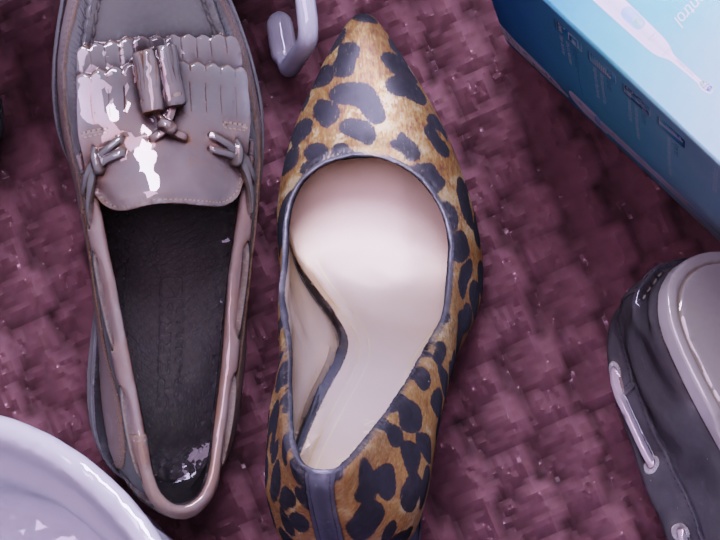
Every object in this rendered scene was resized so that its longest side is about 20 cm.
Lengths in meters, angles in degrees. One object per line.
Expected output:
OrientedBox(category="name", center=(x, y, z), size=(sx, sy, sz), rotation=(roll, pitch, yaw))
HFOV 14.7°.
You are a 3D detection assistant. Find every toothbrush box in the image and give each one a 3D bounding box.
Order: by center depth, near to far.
OrientedBox(category="toothbrush box", center=(0.138, -0.055, 0.906), size=(0.085, 0.146, 0.200), rotation=(-44, 77, -1))

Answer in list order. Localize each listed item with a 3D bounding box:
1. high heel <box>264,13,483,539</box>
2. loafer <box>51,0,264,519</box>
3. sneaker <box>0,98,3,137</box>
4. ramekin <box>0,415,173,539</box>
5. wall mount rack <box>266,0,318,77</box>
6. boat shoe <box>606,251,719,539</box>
OrientedBox(category="high heel", center=(0.000, 0.000, 0.917), size=(0.071, 0.143, 0.201), rotation=(-3, 80, 7))
OrientedBox(category="loafer", center=(-0.062, -0.015, 0.930), size=(0.071, 0.063, 0.201), rotation=(-5, 108, -11))
OrientedBox(category="sneaker", center=(-0.216, -0.069, 1.004), size=(0.199, 0.078, 0.092), rotation=(28, 68, 7))
OrientedBox(category="ramekin", center=(-0.134, 0.150, 0.927), size=(0.199, 0.098, 0.202), rotation=(-2, 80, 12))
OrientedBox(category="wall mount rack", center=(-0.087, -0.152, 0.978), size=(0.199, 0.075, 0.175), rotation=(-6, 82, -13))
OrientedBox(category="boat shoe", center=(0.138, 0.092, 0.935), size=(0.067, 0.057, 0.201), rotation=(-16, 81, -29))
